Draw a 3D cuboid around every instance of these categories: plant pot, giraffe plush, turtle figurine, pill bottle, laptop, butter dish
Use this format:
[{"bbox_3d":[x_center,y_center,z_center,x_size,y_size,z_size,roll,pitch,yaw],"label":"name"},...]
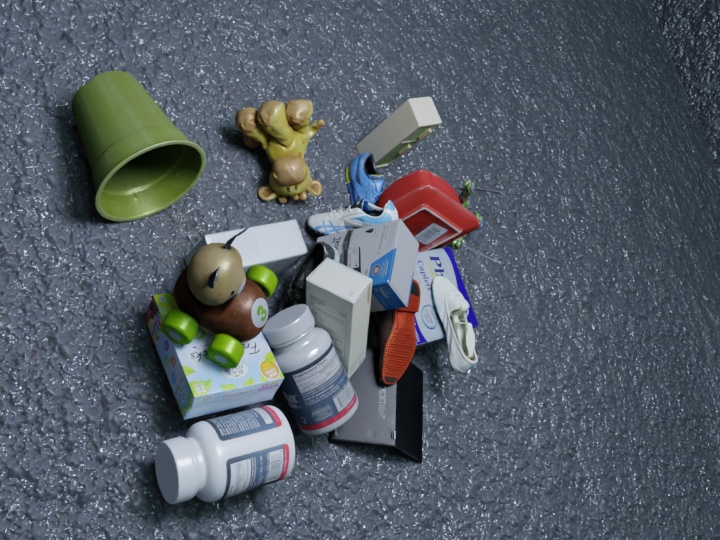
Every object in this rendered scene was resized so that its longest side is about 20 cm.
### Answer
[{"bbox_3d":[-0.390,-0.220,1.224,0.197,0.201,0.192,-20,69,-41],"label":"plant pot"},{"bbox_3d":[-0.150,-0.223,1.439,0.199,0.168,0.167,20,63,-70],"label":"giraffe plush"},{"bbox_3d":[0.213,-0.130,1.644,0.188,0.148,0.201,7,21,-15],"label":"turtle figurine"},{"bbox_3d":[-0.091,0.170,1.271,0.119,0.118,0.204,-39,112,-42],"label":"pill bottle"},{"bbox_3d":[0.037,0.263,1.436,0.194,0.117,0.192,5,63,-4],"label":"laptop"},{"bbox_3d":[0.122,-0.141,1.530,0.197,0.198,0.151,28,48,-38],"label":"butter dish"},{"bbox_3d":[-0.213,0.291,1.145,0.196,0.119,0.123,-5,73,-39],"label":"pill bottle"}]

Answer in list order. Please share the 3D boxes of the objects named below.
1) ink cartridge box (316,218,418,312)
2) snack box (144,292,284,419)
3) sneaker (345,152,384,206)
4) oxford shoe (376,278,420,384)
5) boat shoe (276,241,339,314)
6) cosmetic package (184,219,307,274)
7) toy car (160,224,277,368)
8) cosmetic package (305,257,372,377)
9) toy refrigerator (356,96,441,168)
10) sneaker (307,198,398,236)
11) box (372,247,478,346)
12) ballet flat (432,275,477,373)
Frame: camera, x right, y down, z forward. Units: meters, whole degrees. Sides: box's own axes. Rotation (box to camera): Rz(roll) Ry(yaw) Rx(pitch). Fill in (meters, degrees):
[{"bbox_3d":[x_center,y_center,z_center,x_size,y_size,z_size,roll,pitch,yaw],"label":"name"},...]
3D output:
[{"bbox_3d":[0.000,0.000,1.389,0.084,0.196,0.148,47,44,-41],"label":"ink cartridge box"},{"bbox_3d":[-0.241,0.127,1.199,0.166,0.068,0.202,-6,53,-39],"label":"snack box"},{"bbox_3d":[0.023,-0.156,1.571,0.065,0.078,0.206,-3,73,-40],"label":"sneaker"},{"bbox_3d":[0.064,0.115,1.405,0.070,0.072,0.206,18,82,-38],"label":"oxford shoe"},{"bbox_3d":[-0.109,0.038,1.335,0.203,0.068,0.057,-62,152,-4],"label":"boat shoe"},{"bbox_3d":[-0.205,-0.028,1.318,0.197,0.101,0.073,-13,77,-41],"label":"cosmetic package"},{"bbox_3d":[-0.200,0.018,1.095,0.155,0.201,0.167,26,57,-4],"label":"toy car"},{"bbox_3d":[-0.042,0.090,1.314,0.103,0.203,0.071,25,45,19],"label":"cosmetic package"},{"bbox_3d":[0.082,-0.294,1.596,0.075,0.199,0.072,-17,79,-41],"label":"toy refrigerator"},{"bbox_3d":[-0.017,-0.107,1.449,0.072,0.195,0.075,-43,129,-59],"label":"sneaker"},{"bbox_3d":[0.124,0.063,1.531,0.197,0.104,0.189,-11,77,-41],"label":"box"},{"bbox_3d":[0.196,0.101,1.459,0.068,0.069,0.206,1,70,-37],"label":"ballet flat"}]
